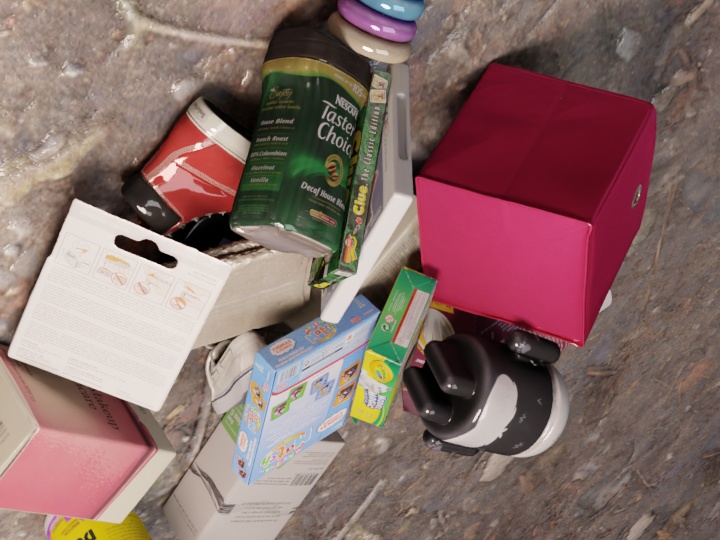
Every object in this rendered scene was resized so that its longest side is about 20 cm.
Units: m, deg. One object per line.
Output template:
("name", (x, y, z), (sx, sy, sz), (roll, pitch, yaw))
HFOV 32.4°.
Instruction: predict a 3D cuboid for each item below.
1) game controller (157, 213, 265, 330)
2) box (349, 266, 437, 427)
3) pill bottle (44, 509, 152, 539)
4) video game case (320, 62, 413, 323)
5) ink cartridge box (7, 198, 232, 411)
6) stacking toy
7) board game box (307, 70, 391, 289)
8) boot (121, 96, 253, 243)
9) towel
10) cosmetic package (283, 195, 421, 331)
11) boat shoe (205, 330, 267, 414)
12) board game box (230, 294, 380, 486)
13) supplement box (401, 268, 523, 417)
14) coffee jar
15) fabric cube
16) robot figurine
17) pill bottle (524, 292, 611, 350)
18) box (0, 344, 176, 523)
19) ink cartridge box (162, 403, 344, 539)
("game controller", (-0.136, 0.001, 1.325), (0.104, 0.042, 0.200), (-48, 146, 10))
("box", (0.034, 0.096, 1.403), (0.200, 0.048, 0.118), (105, 9, -61))
("pill bottle", (-0.280, 0.345, 1.424), (0.104, 0.200, 0.105), (-26, 143, -21))
("video game case", (0.003, -0.076, 1.230), (0.023, 0.183, 0.200), (13, 139, -16))
("ink cartridge box", (-0.228, 0.029, 1.180), (0.160, 0.050, 0.200), (23, 120, -13))
("stacking toy", (0.042, -0.297, 1.141), (0.085, 0.085, 0.201), (-1, 124, -43))
("board game box", (-0.011, -0.087, 1.212), (0.023, 0.201, 0.105), (14, 166, -18))
("boot", (-0.139, -0.068, 1.223), (0.144, 0.072, 0.200), (-47, 137, 9))
("towel", (-0.142, 0.022, 1.269), (0.199, 0.035, 0.133), (-17, 145, -19))
("cosmetic package", (0.000, 0.000, 1.392), (0.200, 0.073, 0.104), (-50, 155, -4))
("boat shoe", (-0.144, 0.105, 1.406), (0.074, 0.086, 0.202), (-25, 172, -18))
("board game box", (-0.062, 0.132, 1.346), (0.151, 0.037, 0.201), (-28, 148, -37))
("supplement box", (0.121, 0.084, 1.520), (0.103, 0.130, 0.201), (-31, 124, -42))
("coffee jar", (-0.053, -0.120, 1.152), (0.104, 0.085, 0.201), (23, 73, -48))
("fabric cube", (0.193, -0.073, 1.354), (0.200, 0.199, 0.197), (-57, 154, -36))
("robot figurine", (0.143, 0.139, 1.387), (0.199, 0.126, 0.150), (18, 160, -36))
("pill bottle", (0.242, 0.065, 1.699), (0.199, 0.113, 0.113), (-32, 145, -12))
("box", (-0.310, 0.169, 1.264), (0.109, 0.128, 0.200), (-50, 146, 11))
("ink cartridge box", (-0.137, 0.262, 1.574), (0.145, 0.084, 0.200), (12, 119, -49))
